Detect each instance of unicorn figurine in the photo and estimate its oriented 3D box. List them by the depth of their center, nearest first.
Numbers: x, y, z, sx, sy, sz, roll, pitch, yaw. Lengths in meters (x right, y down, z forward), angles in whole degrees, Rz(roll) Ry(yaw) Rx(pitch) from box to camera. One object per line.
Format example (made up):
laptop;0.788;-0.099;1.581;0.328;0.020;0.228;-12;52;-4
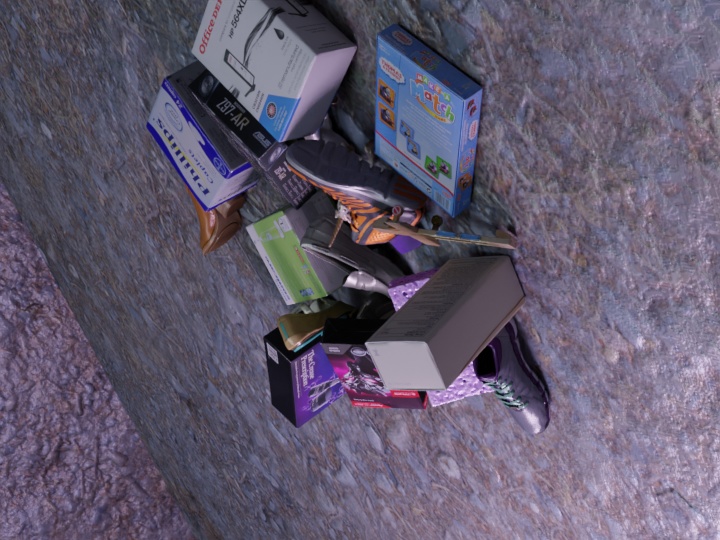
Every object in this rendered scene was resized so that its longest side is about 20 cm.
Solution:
unicorn figurine;-0.033;-0.158;1.680;0.201;0.073;0.137;67;159;15

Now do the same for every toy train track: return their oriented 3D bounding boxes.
toy train track;0.106;-0.056;1.524;0.199;0.033;0.114;9;172;32

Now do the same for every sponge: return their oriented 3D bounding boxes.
sponge;0.121;0.090;1.655;0.030;0.111;0.201;-75;-33;-60

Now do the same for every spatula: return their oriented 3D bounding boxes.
spatula;0.034;-0.044;1.735;0.057;0.021;0.200;52;161;-8

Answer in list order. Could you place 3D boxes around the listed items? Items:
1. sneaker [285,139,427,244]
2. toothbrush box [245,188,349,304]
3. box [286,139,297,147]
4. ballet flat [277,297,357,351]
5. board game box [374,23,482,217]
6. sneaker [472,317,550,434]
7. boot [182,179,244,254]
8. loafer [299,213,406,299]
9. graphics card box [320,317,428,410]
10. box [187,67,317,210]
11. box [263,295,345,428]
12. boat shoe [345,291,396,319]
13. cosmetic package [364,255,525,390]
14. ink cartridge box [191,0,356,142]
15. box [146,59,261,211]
sneaker;-0.016;-0.094;1.609;0.199;0.078;0.112;24;138;2
toothbrush box;-0.086;-0.035;1.876;0.146;0.086;0.200;61;157;-5
box;-0.129;-0.204;1.819;0.201;0.039;0.041;56;154;0
ballet flat;-0.065;0.073;1.899;0.069;0.200;0.063;-39;82;26
board game box;0.079;-0.181;1.470;0.151;0.036;0.201;42;153;28
sneaker;0.185;0.147;1.600;0.074;0.088;0.201;-12;112;41
boot;-0.286;-0.130;2.151;0.155;0.076;0.200;48;152;13
loafer;0.000;0.000;1.759;0.199;0.070;0.070;38;165;1
graphics card box;0.026;0.145;1.835;0.124;0.051;0.201;2;145;18
box;-0.150;-0.182;1.698;0.160;0.044;0.200;45;176;22
box;-0.084;0.157;2.060;0.079;0.141;0.201;38;151;28
boat shoe;0.016;0.090;1.895;0.074;0.074;0.200;60;148;15
cosmetic package;0.109;0.063;1.498;0.103;0.200;0.074;-3;120;44
ink cartridge box;-0.119;-0.291;1.586;0.200;0.084;0.147;45;130;22
box;-0.239;-0.218;1.926;0.185;0.105;0.200;55;156;3
